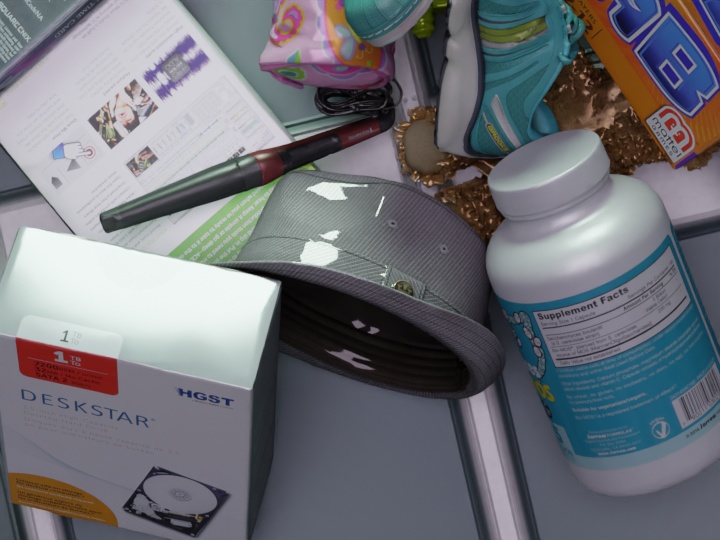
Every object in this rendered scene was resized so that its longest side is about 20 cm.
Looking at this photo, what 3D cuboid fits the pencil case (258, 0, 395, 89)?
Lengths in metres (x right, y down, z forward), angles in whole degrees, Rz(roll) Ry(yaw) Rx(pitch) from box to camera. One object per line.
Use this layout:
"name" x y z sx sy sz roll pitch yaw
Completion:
"pencil case" -0.014 -0.208 1.457 0.087 0.087 0.202 3 86 5

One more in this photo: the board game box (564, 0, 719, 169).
"board game box" 0.232 -0.215 1.382 0.199 0.200 0.201 -33 87 -27

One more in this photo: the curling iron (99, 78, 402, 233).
"curling iron" -0.066 -0.070 1.491 0.199 0.026 0.050 -28 76 -8

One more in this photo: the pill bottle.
"pill bottle" 0.141 0.022 1.437 0.110 0.111 0.201 -22 110 4

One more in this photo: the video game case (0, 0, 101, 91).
"video game case" -0.201 -0.219 1.528 0.200 0.019 0.143 -41 72 2

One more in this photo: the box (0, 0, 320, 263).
"box" -0.126 -0.073 1.530 0.144 0.036 0.200 -40 85 3

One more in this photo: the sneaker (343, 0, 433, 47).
"sneaker" 0.015 -0.225 1.387 0.080 0.071 0.201 28 64 -33

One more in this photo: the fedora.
"fedora" 0.000 0.000 1.461 0.199 0.177 0.091 20 71 -5

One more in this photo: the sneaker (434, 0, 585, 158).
"sneaker" 0.089 -0.147 1.406 0.079 0.078 0.201 8 135 5

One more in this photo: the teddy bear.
"teddy bear" 0.119 -0.081 1.501 0.200 0.067 0.145 -40 80 10

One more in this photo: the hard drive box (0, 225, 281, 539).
"hard drive box" -0.130 0.073 1.443 0.155 0.201 0.077 12 56 5

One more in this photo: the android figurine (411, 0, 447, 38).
"android figurine" 0.050 -0.244 1.514 0.181 0.041 0.202 -5 87 5
